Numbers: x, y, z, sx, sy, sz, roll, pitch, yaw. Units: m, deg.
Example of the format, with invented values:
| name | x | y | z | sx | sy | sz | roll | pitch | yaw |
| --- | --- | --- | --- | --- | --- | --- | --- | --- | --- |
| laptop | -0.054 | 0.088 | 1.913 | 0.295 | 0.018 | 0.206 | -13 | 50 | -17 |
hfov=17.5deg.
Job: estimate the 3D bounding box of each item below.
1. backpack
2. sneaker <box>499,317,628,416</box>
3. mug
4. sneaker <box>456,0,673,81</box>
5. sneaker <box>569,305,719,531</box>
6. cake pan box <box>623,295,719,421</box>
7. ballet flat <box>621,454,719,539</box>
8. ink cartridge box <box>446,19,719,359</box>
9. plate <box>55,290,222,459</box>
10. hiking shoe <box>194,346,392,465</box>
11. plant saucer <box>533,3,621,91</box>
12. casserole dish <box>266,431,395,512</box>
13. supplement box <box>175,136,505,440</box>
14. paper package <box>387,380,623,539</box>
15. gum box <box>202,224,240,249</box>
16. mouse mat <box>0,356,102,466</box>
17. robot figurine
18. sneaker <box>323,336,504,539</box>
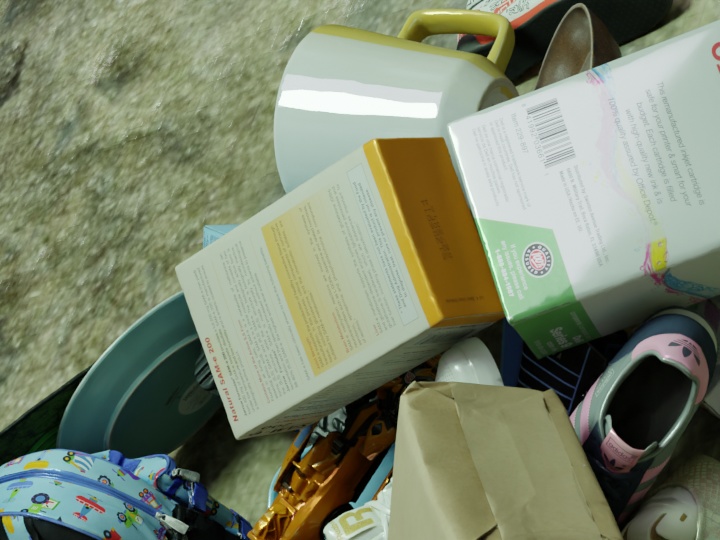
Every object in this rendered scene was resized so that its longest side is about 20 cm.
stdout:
| name | x | y | z | sx | sy | sz | roll | pitch | yaw |
| --- | --- | --- | --- | --- | --- | --- | --- | --- | --- |
| backpack | -0.199 | 0.199 | 1.698 | 0.182 | 0.200 | 0.135 | -17 | 44 | 40 |
| sneaker | 0.135 | 0.082 | 1.502 | 0.078 | 0.070 | 0.201 | -8 | 80 | 42 |
| mug | 0.041 | -0.123 | 1.745 | 0.153 | 0.149 | 0.187 | 6 | 80 | 31 |
| sneaker | 0.159 | -0.222 | 1.832 | 0.201 | 0.067 | 0.108 | -21 | 45 | 39 |
| sneaker | 0.149 | 0.114 | 1.428 | 0.200 | 0.070 | 0.082 | -63 | -5 | 16 |
| cake pan box | 0.251 | -0.011 | 1.530 | 0.200 | 0.052 | 0.184 | -48 | 35 | 0 |
| ballet flat | 0.179 | 0.186 | 1.401 | 0.067 | 0.062 | 0.200 | -14 | 46 | 42 |
| ink cartridge box | 0.173 | -0.051 | 1.450 | 0.199 | 0.088 | 0.146 | -21 | 65 | 11 |
| plate | -0.147 | 0.092 | 1.784 | 0.026 | 0.200 | 0.200 | 41 | 90 | 25 |
| hiking shoe | -0.024 | 0.092 | 1.720 | 0.200 | 0.087 | 0.075 | 25 | 89 | 32 |
| plant saucer | 0.149 | -0.088 | 1.660 | 0.200 | 0.034 | 0.201 | -169 | 90 | -83 |
| casserole dish | 0.017 | 0.166 | 1.606 | 0.200 | 0.039 | 0.122 | -25 | 59 | 30 |
| supplement box | -0.014 | 0.013 | 1.497 | 0.200 | 0.073 | 0.126 | -30 | 74 | 38 |
| paper package | 0.077 | 0.196 | 1.357 | 0.191 | 0.103 | 0.201 | -108 | 21 | -63 |
| gum box | 0.000 | 0.000 | 1.686 | 0.200 | 0.169 | 0.045 | -158 | 69 | -63 |
| mouse mat | -0.204 | 0.120 | 1.776 | 0.200 | 0.161 | 0.008 | -36 | 63 | -18 |
| robot figurine | 0.016 | 0.125 | 1.556 | 0.145 | 0.058 | 0.200 | 38 | 100 | 36 |
| sneaker | 0.034 | 0.143 | 1.464 | 0.115 | 0.201 | 0.074 | -9 | 24 | -17 |
